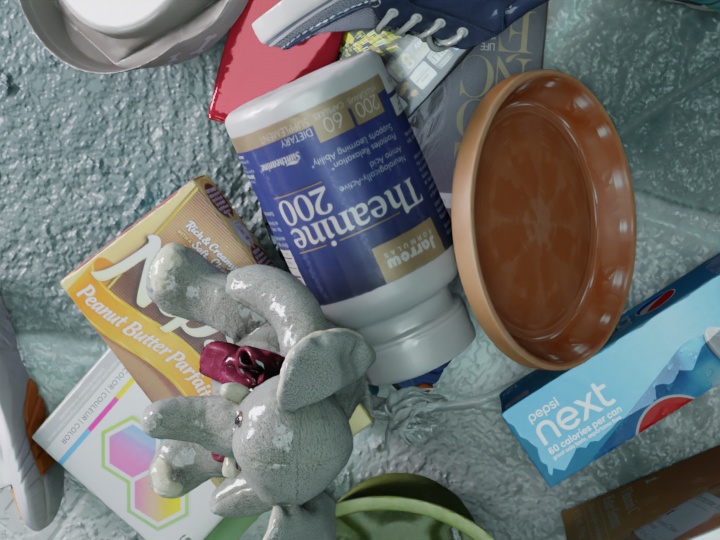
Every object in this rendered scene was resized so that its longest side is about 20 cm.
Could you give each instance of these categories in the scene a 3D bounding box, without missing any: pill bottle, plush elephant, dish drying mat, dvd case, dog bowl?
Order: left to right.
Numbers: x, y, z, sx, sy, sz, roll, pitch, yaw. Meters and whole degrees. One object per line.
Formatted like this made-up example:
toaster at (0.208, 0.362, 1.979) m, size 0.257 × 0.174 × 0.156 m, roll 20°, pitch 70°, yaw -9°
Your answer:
dog bowl at (-0.149, -0.231, 0.890) m, size 0.199 × 0.059 × 0.201 m, roll 0°, pitch 90°, yaw 33°
plush elephant at (-0.057, 0.085, 0.766) m, size 0.199 × 0.155 × 0.166 m, roll 10°, pitch 99°, yaw 10°
dish drying mat at (-0.042, -0.188, 0.885) m, size 0.076 × 0.018 × 0.201 m, roll 18°, pitch 102°, yaw 2°
pill bottle at (0.000, -0.031, 0.852) m, size 0.111 × 0.111 × 0.201 m, roll -23°, pitch 101°, yaw 7°
dvd case at (0.057, -0.138, 0.945) m, size 0.148 × 0.016 × 0.201 m, roll 5°, pitch 98°, yaw 4°

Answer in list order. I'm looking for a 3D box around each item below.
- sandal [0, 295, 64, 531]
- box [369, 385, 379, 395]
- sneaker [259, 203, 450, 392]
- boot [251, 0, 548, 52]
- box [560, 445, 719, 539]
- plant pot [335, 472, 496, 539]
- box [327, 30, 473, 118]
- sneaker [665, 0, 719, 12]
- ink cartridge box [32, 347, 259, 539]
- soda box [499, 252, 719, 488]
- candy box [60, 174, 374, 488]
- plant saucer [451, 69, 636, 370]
sandal at (-0.280, 0.098, 0.979) m, size 0.059 × 0.079 × 0.208 m, roll -19°, pitch 87°, yaw 8°
box at (-0.075, 0.034, 0.946) m, size 0.200 × 0.082 × 0.049 m, roll 42°, pitch 98°, yaw -2°
sneaker at (0.000, 0.000, 0.949) m, size 0.078 × 0.075 × 0.200 m, roll -42°, pitch 99°, yaw -3°
boot at (0.035, -0.173, 0.844) m, size 0.199 × 0.073 × 0.091 m, roll -29°, pitch 100°, yaw 1°
box at (0.254, 0.199, 0.907) m, size 0.199 × 0.152 × 0.107 m, roll -25°, pitch 95°, yaw 7°
plant pot at (0.024, 0.224, 0.910) m, size 0.199 × 0.190 × 0.201 m, roll 1°, pitch 99°, yaw 5°
box at (0.036, -0.226, 0.902) m, size 0.161 × 0.049 × 0.200 m, roll 43°, pitch 101°, yaw -4°
sneaker at (0.266, -0.203, 0.887) m, size 0.199 × 0.080 × 0.078 m, roll 7°, pitch 98°, yaw 3°
ink cartridge box at (-0.133, 0.147, 0.977) m, size 0.200 × 0.059 × 0.104 m, roll 43°, pitch 99°, yaw -2°
soda box at (0.200, 0.070, 0.938) m, size 0.200 × 0.064 × 0.068 m, roll -34°, pitch 94°, yaw 9°
candy box at (-0.092, 0.050, 0.879) m, size 0.115 × 0.055 × 0.200 m, roll -36°, pitch 93°, yaw 8°
plant saucer at (0.123, -0.034, 0.881) m, size 0.032 × 0.200 × 0.201 m, roll -1°, pitch 100°, yaw 42°
